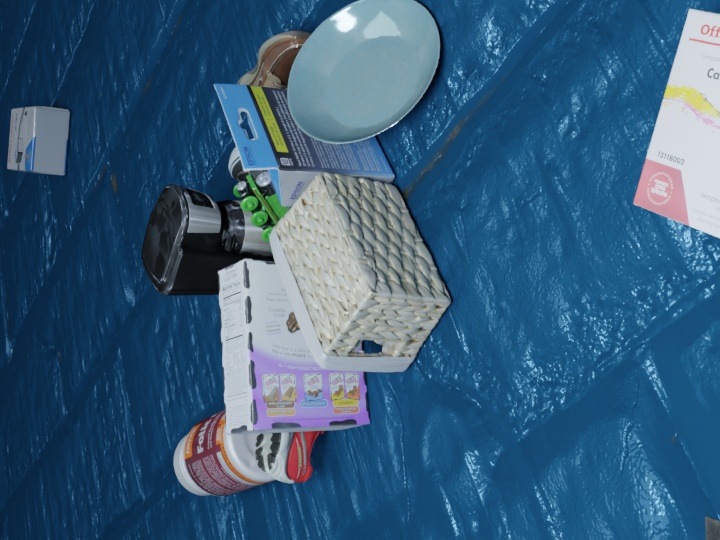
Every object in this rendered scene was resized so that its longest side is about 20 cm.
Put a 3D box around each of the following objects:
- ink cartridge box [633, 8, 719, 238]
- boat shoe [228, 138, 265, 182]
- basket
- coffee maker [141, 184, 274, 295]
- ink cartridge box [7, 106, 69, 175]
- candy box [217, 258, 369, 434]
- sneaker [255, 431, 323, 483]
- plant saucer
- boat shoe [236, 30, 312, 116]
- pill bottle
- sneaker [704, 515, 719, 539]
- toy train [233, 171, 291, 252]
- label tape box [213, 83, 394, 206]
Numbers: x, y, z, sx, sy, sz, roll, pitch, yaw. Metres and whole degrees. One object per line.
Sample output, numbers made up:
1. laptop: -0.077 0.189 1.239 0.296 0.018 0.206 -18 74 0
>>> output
1. ink cartridge box: 0.297 -0.129 0.784 0.116 0.067 0.202 32 114 53
2. boat shoe: -0.123 -0.144 1.411 0.199 0.072 0.072 -16 70 53
3. basket: 0.000 0.000 1.166 0.124 0.135 0.201 -51 47 36
4. coffee maker: -0.183 -0.013 1.379 0.134 0.198 0.194 14 99 56
5. ink cartridge box: -0.737 -0.296 2.336 0.199 0.085 0.148 10 96 55
6. candy box: -0.082 0.094 1.246 0.071 0.167 0.202 -20 70 52
7. sneaker: -0.082 0.182 1.327 0.077 0.085 0.202 -27 44 44
8. plant saucer: 0.008 -0.229 1.199 0.199 0.039 0.203 -12 61 23
9. boat shoe: -0.110 -0.261 1.409 0.200 0.075 0.072 -38 60 59
10. pill bottle: -0.179 0.252 1.429 0.200 0.113 0.115 -30 63 51
11. sneaker: 0.338 0.207 0.701 0.199 0.060 0.105 -29 57 45
12. toy train: -0.097 -0.051 1.285 0.056 0.200 0.042 -30 48 0
13. label tape box: -0.075 -0.147 1.226 0.066 0.198 0.144 -59 43 41
